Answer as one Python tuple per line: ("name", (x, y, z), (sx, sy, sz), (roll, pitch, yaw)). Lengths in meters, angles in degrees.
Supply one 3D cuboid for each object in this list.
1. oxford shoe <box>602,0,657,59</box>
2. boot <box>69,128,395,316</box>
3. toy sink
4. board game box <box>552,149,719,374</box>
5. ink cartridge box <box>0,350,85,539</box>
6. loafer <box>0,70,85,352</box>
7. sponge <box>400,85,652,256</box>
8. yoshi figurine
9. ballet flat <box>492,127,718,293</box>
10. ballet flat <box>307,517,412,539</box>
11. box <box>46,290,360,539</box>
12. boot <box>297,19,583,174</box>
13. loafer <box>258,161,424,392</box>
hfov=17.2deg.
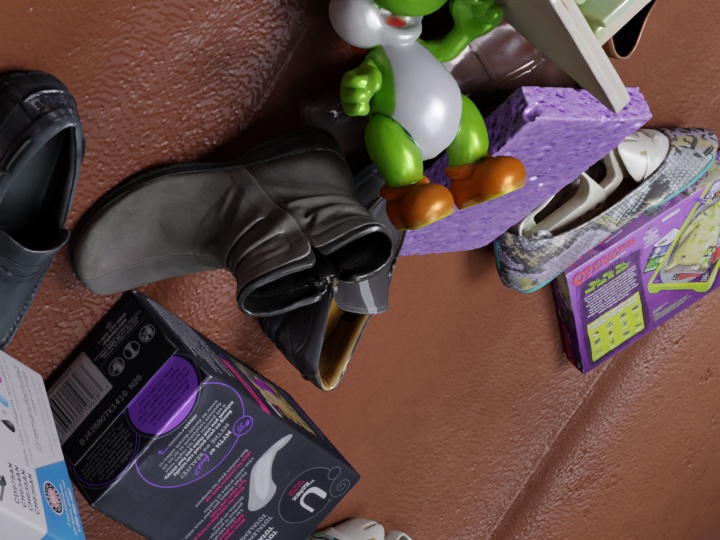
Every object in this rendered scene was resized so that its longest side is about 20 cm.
("oxford shoe", (0.195, -0.237, 1.616), (0.071, 0.071, 0.201), (-8, 127, -32))
("boot", (-0.085, -0.015, 1.503), (0.199, 0.131, 0.068), (-22, 126, -1))
("toy sink", (0.122, -0.215, 1.474), (0.112, 0.200, 0.130), (-42, 139, -1))
("board game box", (0.241, -0.013, 1.872), (0.200, 0.032, 0.120), (-31, 142, -16))
("ink cartridge box", (-0.290, 0.116, 1.431), (0.144, 0.148, 0.200), (-32, 143, 15))
("loafer", (-0.214, -0.025, 1.459), (0.068, 0.070, 0.201), (-4, 126, -36))
("sponge", (0.098, -0.067, 1.632), (0.111, 0.030, 0.200), (-5, 157, -38))
("yoshi figurine", (0.037, -0.133, 1.482), (0.112, 0.201, 0.112), (-19, -178, 16))
("ballet flat", (0.179, -0.062, 1.753), (0.200, 0.072, 0.072), (-35, 139, -12))
("ballet flat", (0.006, 0.230, 1.869), (0.074, 0.074, 0.200), (-48, 141, 5))
("box", (-0.113, 0.122, 1.636), (0.122, 0.106, 0.200), (-47, 140, 3))
("boot", (0.056, -0.101, 1.627), (0.200, 0.064, 0.187), (-35, 139, -6))
("loafer", (0.000, 0.000, 1.614), (0.073, 0.072, 0.200), (-14, 148, -35))
